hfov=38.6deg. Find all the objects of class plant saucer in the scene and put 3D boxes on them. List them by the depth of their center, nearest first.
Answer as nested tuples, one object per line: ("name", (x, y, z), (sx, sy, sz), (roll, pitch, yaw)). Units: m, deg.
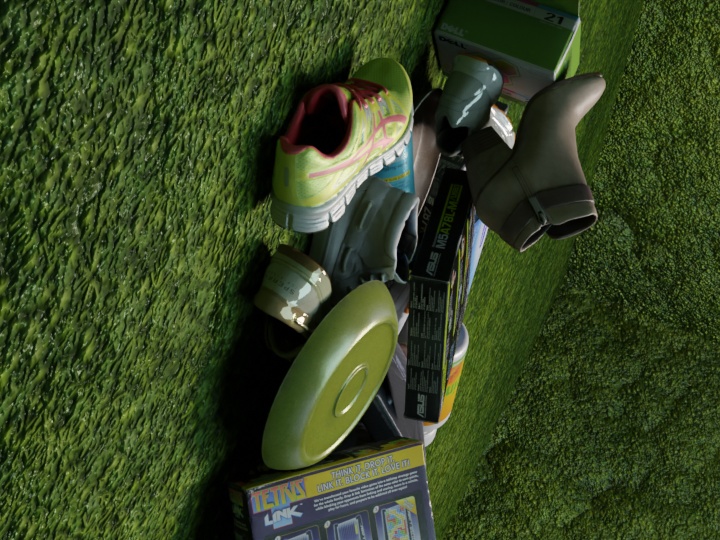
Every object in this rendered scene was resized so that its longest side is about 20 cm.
("plant saucer", (-0.019, 0.105, 0.958), (0.201, 0.031, 0.201), (-50, 158, -27))
("plant saucer", (0.044, -0.107, 1.136), (0.202, 0.032, 0.202), (90, 26, -55))

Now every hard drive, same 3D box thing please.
("hard drive", (0.030, 0.138, 1.182), (0.136, 0.042, 0.201), (61, 13, -24))

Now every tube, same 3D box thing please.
("tube", (0.025, -0.083, 1.017), (0.051, 0.076, 0.203), (-114, -164, -49))

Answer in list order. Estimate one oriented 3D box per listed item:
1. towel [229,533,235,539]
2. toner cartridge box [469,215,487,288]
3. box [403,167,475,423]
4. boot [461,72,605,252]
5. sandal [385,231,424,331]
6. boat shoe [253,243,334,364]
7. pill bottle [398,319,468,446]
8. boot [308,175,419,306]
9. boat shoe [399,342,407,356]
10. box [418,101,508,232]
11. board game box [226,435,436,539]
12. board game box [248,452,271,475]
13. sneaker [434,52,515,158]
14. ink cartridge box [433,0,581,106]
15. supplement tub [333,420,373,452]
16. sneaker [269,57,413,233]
("towel", (-0.071, 0.220, 1.093), (0.202, 0.048, 0.112), (-58, 180, -30))
("toner cartridge box", (0.120, 0.001, 1.357), (0.095, 0.043, 0.203), (-45, 154, -51))
("box", (0.088, 0.026, 1.113), (0.195, 0.047, 0.203), (-66, 162, -47))
("boot", (0.204, -0.109, 1.077), (0.197, 0.148, 0.070), (-29, 153, -3))
("sandal", (0.045, 0.017, 1.256), (0.208, 0.058, 0.080), (112, 3, -51))
("boat shoe", (-0.058, 0.049, 0.937), (0.067, 0.073, 0.201), (-53, 155, -18))
("pill bottle", (0.086, 0.160, 1.485), (0.111, 0.109, 0.203), (-51, 157, -47))
("boot", (0.000, 0.000, 1.003), (0.074, 0.094, 0.203), (-49, 157, -49))
("boat shoe", (0.013, 0.184, 1.379), (0.071, 0.072, 0.202), (8, 116, -43))
("box", (0.129, -0.116, 1.381), (0.201, 0.048, 0.163), (-52, 157, -41))
("board game box", (-0.022, 0.268, 1.011), (0.197, 0.056, 0.169), (-9, 91, -27))
("board game box", (-0.049, 0.122, 1.076), (0.201, 0.023, 0.105), (-59, 180, -34))
("sneaker", (0.118, -0.157, 1.161), (0.093, 0.075, 0.200), (-57, 155, -12))
("ink cartridge box", (0.154, -0.262, 1.094), (0.077, 0.146, 0.200), (-63, 163, -10))
("supplement tub", (-0.007, 0.274, 1.179), (0.201, 0.141, 0.147), (-85, -172, -63))
("sneaker", (-0.011, -0.124, 0.848), (0.091, 0.077, 0.201), (84, 28, -46))
